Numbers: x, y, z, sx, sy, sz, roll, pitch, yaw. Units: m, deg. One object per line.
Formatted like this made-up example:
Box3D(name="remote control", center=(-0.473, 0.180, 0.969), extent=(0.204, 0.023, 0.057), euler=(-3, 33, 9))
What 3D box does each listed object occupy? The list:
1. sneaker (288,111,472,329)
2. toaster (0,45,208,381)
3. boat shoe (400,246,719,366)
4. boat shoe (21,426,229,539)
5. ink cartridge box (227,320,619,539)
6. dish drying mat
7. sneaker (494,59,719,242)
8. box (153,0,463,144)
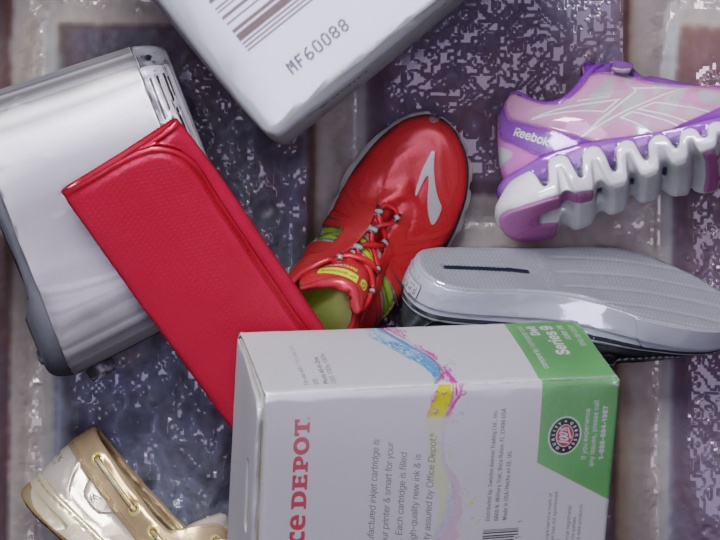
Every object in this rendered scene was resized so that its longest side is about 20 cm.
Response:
Box3D(name="sneaker", center=(0.000, 0.000, 1.583), extent=(0.077, 0.085, 0.200), euler=(33, 91, -2))
Box3D(name="toaster", center=(-0.148, -0.045, 1.571), extent=(0.129, 0.114, 0.200), euler=(-21, 92, -3))
Box3D(name="boat shoe", center=(0.116, 0.030, 1.595), extent=(0.200, 0.072, 0.071), euler=(7, 124, -11))
Box3D(name="boat shoe", center=(-0.101, 0.166, 1.588), extent=(0.200, 0.074, 0.069), euler=(38, 90, 5))
Box3D(name="ink cartridge box", center=(0.031, 0.110, 1.522), extent=(0.200, 0.088, 0.145), euler=(-3, 114, -13))
Box3D(name="dish drying mat", center=(-0.077, 0.015, 1.521), extent=(0.077, 0.018, 0.200), euler=(-32, 113, 6))
Box3D(name="sneaker", center=(0.165, -0.086, 1.591), extent=(0.200, 0.081, 0.089), euler=(-14, 68, -4))
Box3D(name="box", center=(-0.032, -0.205, 1.537), extent=(0.200, 0.171, 0.199), euler=(-38, 91, 0))
